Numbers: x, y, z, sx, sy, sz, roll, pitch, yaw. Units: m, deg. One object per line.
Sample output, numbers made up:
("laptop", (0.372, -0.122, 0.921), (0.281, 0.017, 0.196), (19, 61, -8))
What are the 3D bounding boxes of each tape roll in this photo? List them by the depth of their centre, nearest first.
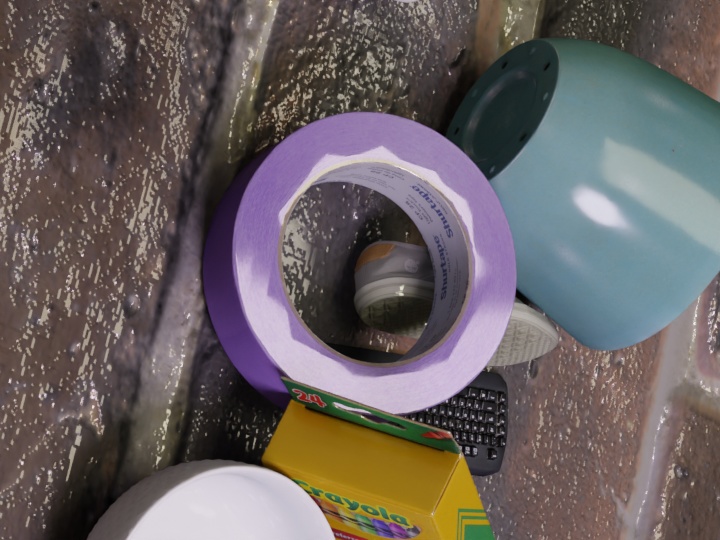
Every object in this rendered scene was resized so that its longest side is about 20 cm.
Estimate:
("tape roll", (0.000, 0.000, 1.780), (0.199, 0.066, 0.201), (4, 79, -20))

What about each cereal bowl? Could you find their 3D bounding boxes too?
("cereal bowl", (-0.109, 0.214, 1.708), (0.199, 0.083, 0.201), (-5, 98, -41))

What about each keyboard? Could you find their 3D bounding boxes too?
("keyboard", (0.042, 0.112, 1.894), (0.199, 0.040, 0.105), (10, 82, -43))

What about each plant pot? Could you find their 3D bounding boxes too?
("plant pot", (0.153, -0.069, 1.905), (0.161, 0.200, 0.201), (32, 67, -25))

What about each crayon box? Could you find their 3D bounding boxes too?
("crayon box", (0.013, 0.151, 1.755), (0.051, 0.126, 0.200), (-62, 154, -24))

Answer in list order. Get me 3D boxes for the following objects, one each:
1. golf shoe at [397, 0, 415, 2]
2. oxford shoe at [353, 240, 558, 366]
("golf shoe", (0.008, -0.282, 1.838), (0.091, 0.075, 0.201), (-9, 95, -41))
("oxford shoe", (0.069, 0.022, 1.906), (0.200, 0.075, 0.058), (20, 48, -44))
